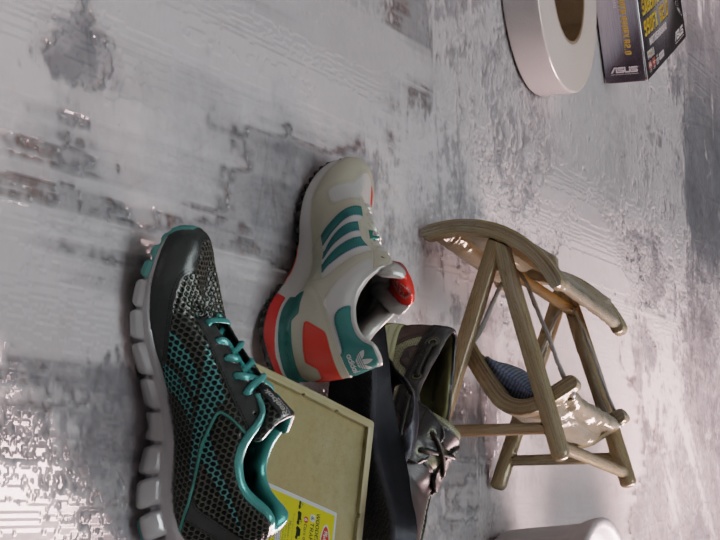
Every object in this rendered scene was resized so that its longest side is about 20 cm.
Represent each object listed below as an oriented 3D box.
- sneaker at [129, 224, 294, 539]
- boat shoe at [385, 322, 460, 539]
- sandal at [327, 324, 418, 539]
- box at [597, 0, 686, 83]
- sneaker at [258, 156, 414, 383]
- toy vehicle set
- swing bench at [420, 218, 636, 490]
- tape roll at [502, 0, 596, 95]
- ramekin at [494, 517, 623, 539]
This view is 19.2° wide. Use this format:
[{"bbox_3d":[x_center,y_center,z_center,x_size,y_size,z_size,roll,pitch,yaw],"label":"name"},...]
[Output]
[{"bbox_3d":[-0.081,0.072,1.253,0.078,0.091,0.200,-6,93,-69],"label":"sneaker"},{"bbox_3d":[0.040,0.121,1.558,0.072,0.066,0.201,54,31,-47],"label":"boat shoe"},{"bbox_3d":[0.015,0.121,1.466,0.043,0.076,0.200,8,55,-24],"label":"sandal"},{"bbox_3d":[0.302,-0.304,2.304,0.200,0.048,0.159,-43,127,-62],"label":"box"},{"bbox_3d":[0.000,0.000,1.459,0.200,0.093,0.070,-71,150,-42],"label":"sneaker"},{"bbox_3d":[-0.049,0.172,1.357,0.124,0.026,0.200,31,57,-44],"label":"toy vehicle set"},{"bbox_3d":[0.140,0.071,1.752,0.199,0.130,0.200,28,62,-64],"label":"swing bench"},{"bbox_3d":[0.181,-0.267,2.017,0.203,0.037,0.203,-3,90,-67],"label":"tape roll"},{"bbox_3d":[0.167,0.313,1.828,0.200,0.098,0.201,-3,90,-69],"label":"ramekin"}]
